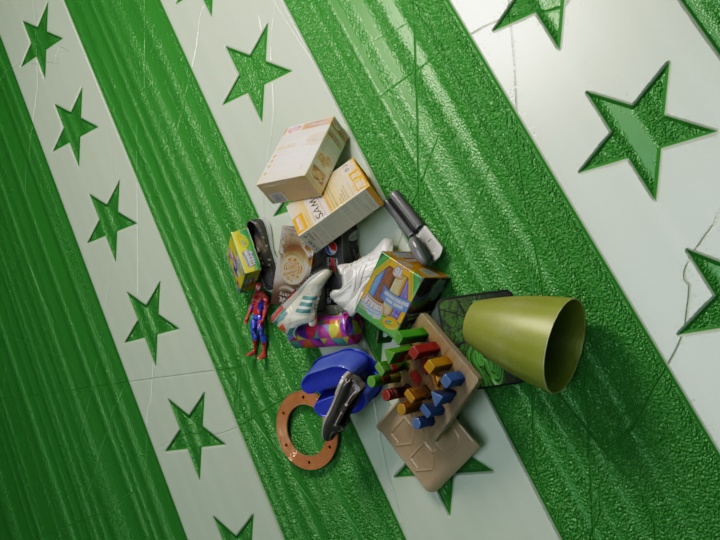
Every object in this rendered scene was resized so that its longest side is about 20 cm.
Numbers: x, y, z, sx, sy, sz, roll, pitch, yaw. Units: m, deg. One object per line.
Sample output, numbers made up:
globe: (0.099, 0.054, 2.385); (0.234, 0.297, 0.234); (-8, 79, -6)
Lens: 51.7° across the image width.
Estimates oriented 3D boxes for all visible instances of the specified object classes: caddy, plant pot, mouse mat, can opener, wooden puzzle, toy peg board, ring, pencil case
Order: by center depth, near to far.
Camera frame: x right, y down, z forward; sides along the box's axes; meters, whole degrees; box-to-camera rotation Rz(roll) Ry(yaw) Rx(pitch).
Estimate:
plant pot: (0.311, 0.126, 1.465); (0.200, 0.187, 0.187); (13, 99, 37)
toy peg board: (0.118, 0.230, 1.558); (0.199, 0.098, 0.200); (51, 128, 33)
mouse mat: (0.254, 0.147, 1.561); (0.161, 0.008, 0.200); (-9, 87, 2)
wooden puzzle: (0.153, 0.366, 1.661); (0.200, 0.046, 0.185); (47, 121, 19)
can opener: (0.115, -0.099, 1.671); (0.053, 0.066, 0.200); (-46, 61, 26)
caddy: (-0.042, 0.265, 1.766); (0.200, 0.105, 0.141); (-22, 103, 34)
pencil case: (-0.085, 0.142, 1.804); (0.200, 0.088, 0.088); (-11, 85, 34)
ring: (-0.133, 0.404, 1.884); (0.200, 0.019, 0.201); (0, 91, 36)

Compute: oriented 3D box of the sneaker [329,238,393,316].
sneaker: (0.000, 0.000, 1.702); (0.099, 0.078, 0.200); (33, 83, 0)

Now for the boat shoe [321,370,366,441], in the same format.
boat shoe: (-0.038, 0.321, 1.685); (0.057, 0.067, 0.200); (28, 120, 19)

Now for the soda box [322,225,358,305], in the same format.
soda box: (-0.046, -0.018, 1.778); (0.063, 0.071, 0.200); (-5, 88, 36)

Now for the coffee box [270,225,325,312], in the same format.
coffee box: (-0.142, -0.003, 1.841); (0.114, 0.080, 0.200); (14, 99, 33)

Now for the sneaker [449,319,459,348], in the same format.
sneaker: (0.191, 0.184, 1.616); (0.080, 0.071, 0.200); (-4, 90, 32)

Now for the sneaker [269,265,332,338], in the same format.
sneaker: (-0.121, 0.077, 1.758); (0.093, 0.070, 0.200); (44, 103, -4)

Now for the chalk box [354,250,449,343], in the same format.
chalk box: (0.083, 0.071, 1.658); (0.124, 0.125, 0.200); (36, 109, 29)

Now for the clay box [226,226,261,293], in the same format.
clay box: (-0.300, -0.027, 1.907); (0.200, 0.048, 0.115); (124, 126, -68)

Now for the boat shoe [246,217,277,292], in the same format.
boat shoe: (-0.257, -0.039, 1.935); (0.069, 0.057, 0.200); (-18, 81, 35)

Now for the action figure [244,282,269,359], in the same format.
action figure: (-0.271, 0.130, 1.952); (0.065, 0.052, 0.200); (9, 97, 40)

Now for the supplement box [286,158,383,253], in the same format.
supplement box: (-0.061, -0.152, 1.720); (0.200, 0.074, 0.126); (-36, 43, 8)

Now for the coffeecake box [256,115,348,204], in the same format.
coffeecake box: (-0.136, -0.263, 1.769); (0.153, 0.073, 0.200); (-5, 49, 37)
